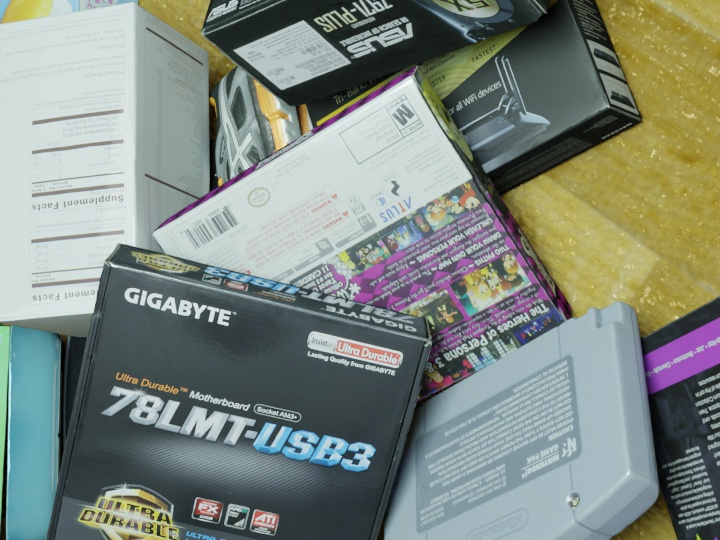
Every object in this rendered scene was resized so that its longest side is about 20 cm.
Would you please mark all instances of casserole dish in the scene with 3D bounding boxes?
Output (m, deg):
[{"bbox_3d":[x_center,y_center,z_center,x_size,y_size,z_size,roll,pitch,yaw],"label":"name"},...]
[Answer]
[{"bbox_3d":[-0.249,0.127,1.007,0.121,0.039,0.200,145,124,-77],"label":"casserole dish"}]

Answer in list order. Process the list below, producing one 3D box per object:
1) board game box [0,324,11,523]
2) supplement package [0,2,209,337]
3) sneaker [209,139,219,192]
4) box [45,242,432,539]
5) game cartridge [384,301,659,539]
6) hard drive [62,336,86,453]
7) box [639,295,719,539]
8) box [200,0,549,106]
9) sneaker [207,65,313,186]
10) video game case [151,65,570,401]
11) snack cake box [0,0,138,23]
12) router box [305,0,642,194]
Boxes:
[{"bbox_3d":[-0.299,0.142,1.035,0.135,0.029,0.200,174,99,-73],"label":"board game box"},{"bbox_3d":[-0.173,-0.061,0.881,0.109,0.114,0.200,-5,79,19],"label":"supplement package"},{"bbox_3d":[-0.170,-0.039,0.981,0.200,0.081,0.074,-21,76,12],"label":"sneaker"},{"bbox_3d":[-0.076,0.103,0.799,0.200,0.050,0.199,14,108,-5],"label":"box"},{"bbox_3d":[0.088,0.116,0.764,0.200,0.040,0.134,-35,38,40],"label":"game cartridge"},{"bbox_3d":[-0.169,0.124,0.983,0.135,0.042,0.200,-8,82,34],"label":"hard drive"},{"bbox_3d":[0.211,0.115,0.687,0.143,0.036,0.200,136,123,-64],"label":"box"},{"bbox_3d":[0.017,-0.209,0.785,0.200,0.086,0.164,-14,53,39],"label":"box"},{"bbox_3d":[-0.061,-0.059,0.908,0.077,0.078,0.200,-21,66,33],"label":"sneaker"},{"bbox_3d":[0.000,0.000,0.814,0.200,0.036,0.181,-30,103,21],"label":"video game case"},{"bbox_3d":[-0.241,-0.151,1.038,0.115,0.067,0.200,-3,85,35],"label":"snack cake box"},{"bbox_3d":[0.059,-0.124,0.839,0.200,0.052,0.158,-27,72,30],"label":"router box"}]
